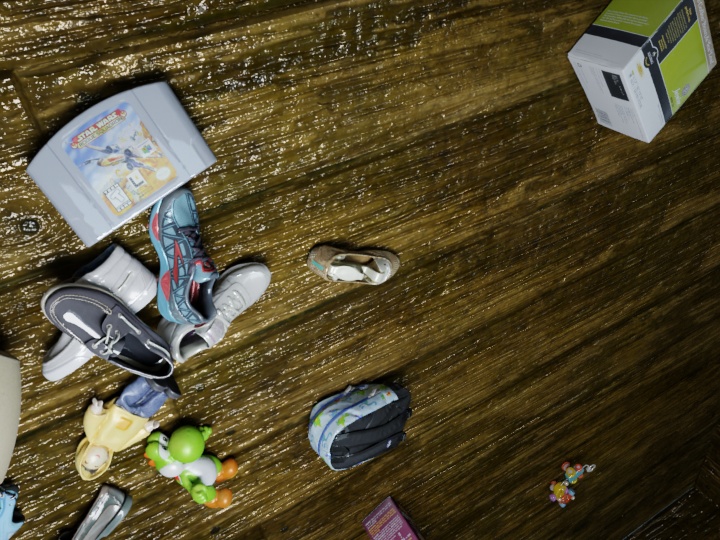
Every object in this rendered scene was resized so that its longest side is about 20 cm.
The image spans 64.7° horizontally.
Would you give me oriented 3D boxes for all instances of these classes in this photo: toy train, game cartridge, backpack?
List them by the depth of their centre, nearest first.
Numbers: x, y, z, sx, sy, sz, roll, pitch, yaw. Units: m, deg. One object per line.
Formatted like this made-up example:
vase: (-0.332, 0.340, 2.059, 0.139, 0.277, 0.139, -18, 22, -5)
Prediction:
game cartridge: (-0.297, -0.139, 0.708, 0.199, 0.041, 0.134, -36, 117, -8)
backpack: (-0.009, 0.317, 1.154, 0.199, 0.152, 0.166, -27, 136, -45)
toy train: (0.699, 0.712, 1.919, 0.148, 0.056, 0.203, 8, 117, -38)

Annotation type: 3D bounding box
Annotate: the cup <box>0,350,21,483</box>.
cup: (-0.506, 0.158, 0.699, 0.200, 0.198, 0.145, 38, 68, -42)

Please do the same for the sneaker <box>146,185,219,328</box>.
sneaker: (-0.231, -0.018, 0.792, 0.079, 0.094, 0.204, -30, 127, -53)

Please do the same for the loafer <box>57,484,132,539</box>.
loafer: (-0.483, 0.453, 0.974, 0.200, 0.072, 0.063, -47, 113, -8)

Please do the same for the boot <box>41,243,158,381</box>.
boot: (-0.382, 0.052, 0.784, 0.200, 0.073, 0.096, -46, 127, -12)

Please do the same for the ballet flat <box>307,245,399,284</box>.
ballet flat: (0.000, 0.000, 0.997, 0.197, 0.065, 0.072, 2, 117, -34)

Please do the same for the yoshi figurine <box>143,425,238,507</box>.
yoshi figurine: (-0.285, 0.339, 1.004, 0.112, 0.112, 0.201, -51, 132, -16)

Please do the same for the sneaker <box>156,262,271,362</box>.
sneaker: (-0.214, 0.069, 0.877, 0.199, 0.100, 0.075, -38, 130, -9)

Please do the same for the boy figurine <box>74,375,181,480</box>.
boy figurine: (-0.383, 0.240, 0.898, 0.200, 0.064, 0.125, -46, 135, -5)

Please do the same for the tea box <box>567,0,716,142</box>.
tea box: (0.522, -0.390, 1.049, 0.197, 0.134, 0.200, -48, 133, 3)

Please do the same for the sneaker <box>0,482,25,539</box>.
sneaker: (-0.565, 0.336, 0.847, 0.089, 0.078, 0.203, -33, 137, -36)

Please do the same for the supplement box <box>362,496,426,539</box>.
supplement box: (0.111, 0.692, 1.416, 0.103, 0.200, 0.131, -41, 132, -4)

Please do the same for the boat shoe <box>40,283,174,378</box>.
boat shoe: (-0.323, 0.085, 0.753, 0.073, 0.062, 0.200, -50, 135, -8)
